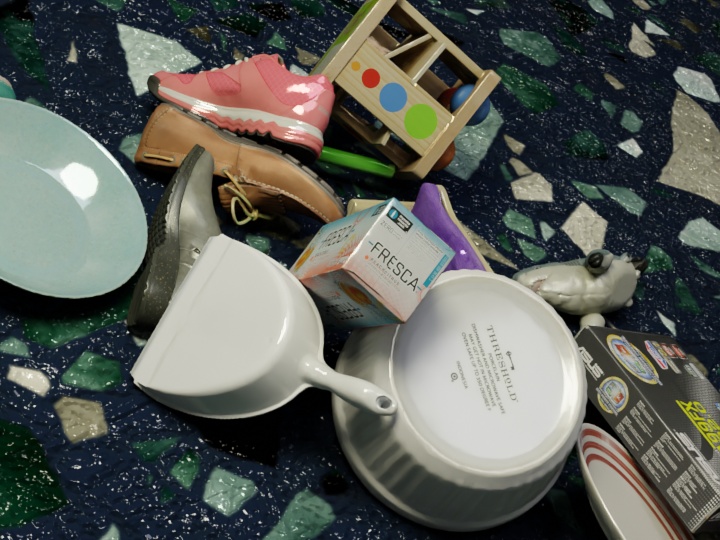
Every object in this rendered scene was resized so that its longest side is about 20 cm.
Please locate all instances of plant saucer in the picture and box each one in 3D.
[{"bbox_3d":[-0.266,-0.050,1.124,0.199,0.039,0.203,25,40,-23],"label":"plant saucer"}]

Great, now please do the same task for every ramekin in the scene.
[{"bbox_3d":[0.083,0.093,1.086,0.199,0.094,0.205,5,67,-13],"label":"ramekin"}]

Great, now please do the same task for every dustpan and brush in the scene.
[{"bbox_3d":[-0.060,0.064,1.049,0.198,0.141,0.057,18,-20,36],"label":"dustpan and brush"}]

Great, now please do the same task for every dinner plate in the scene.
[{"bbox_3d":[0.229,0.211,1.123,0.200,0.024,0.201,44,19,-20],"label":"dinner plate"}]

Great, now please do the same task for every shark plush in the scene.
[{"bbox_3d":[0.234,-0.003,1.410,0.082,0.092,0.199,13,29,35],"label":"shark plush"}]

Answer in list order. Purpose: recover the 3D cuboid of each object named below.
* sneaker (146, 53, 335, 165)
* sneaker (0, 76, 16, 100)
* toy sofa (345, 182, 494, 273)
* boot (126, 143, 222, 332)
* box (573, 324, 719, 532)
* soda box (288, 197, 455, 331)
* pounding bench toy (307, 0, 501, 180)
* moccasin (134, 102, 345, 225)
[{"bbox_3d":[-0.106,-0.163,1.308,0.198,0.088,0.074,19,-12,26],"label":"sneaker"},{"bbox_3d":[-0.361,-0.113,1.136,0.198,0.071,0.080,-11,62,-43],"label":"sneaker"},{"bbox_3d":[0.057,0.016,1.233,0.082,0.098,0.201,0,45,-35],"label":"toy sofa"},{"bbox_3d":[-0.114,-0.005,1.173,0.129,0.068,0.202,22,47,-16],"label":"boot"},{"bbox_3d":[0.286,0.139,1.252,0.159,0.044,0.201,10,36,-48],"label":"box"},{"bbox_3d":[0.000,0.000,1.076,0.063,0.200,0.069,40,77,-11],"label":"soda box"},{"bbox_3d":[0.018,-0.147,1.373,0.156,0.201,0.124,39,-3,-11],"label":"pounding bench toy"},{"bbox_3d":[-0.108,-0.079,1.258,0.199,0.079,0.074,25,-8,1],"label":"moccasin"}]
